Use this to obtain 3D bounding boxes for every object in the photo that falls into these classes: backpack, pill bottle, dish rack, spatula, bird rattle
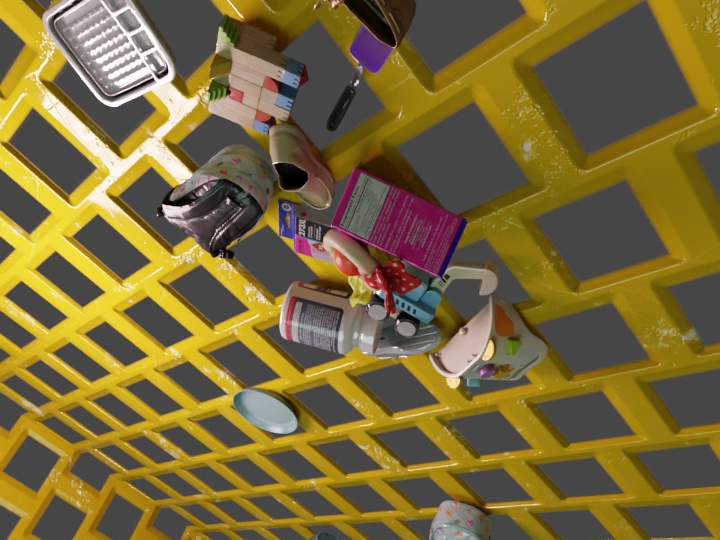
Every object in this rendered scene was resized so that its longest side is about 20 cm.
[{"bbox_3d":[0.285,0.760,1.753,0.171,0.155,0.204,18,133,13],"label":"backpack"},{"bbox_3d":[-0.055,0.102,1.242,0.194,0.121,0.122,13,139,12],"label":"pill bottle"},{"bbox_3d":[-0.244,-0.128,1.086,0.165,0.130,0.197,35,138,-31],"label":"backpack"},{"bbox_3d":[-0.390,-0.364,0.970,0.195,0.044,0.173,-9,130,32],"label":"dish rack"},{"bbox_3d":[-0.009,-0.277,0.899,0.056,0.021,0.201,39,141,2],"label":"spatula"},{"bbox_3d":[0.000,0.000,1.006,0.162,0.113,0.200,42,179,-9],"label":"bird rattle"}]

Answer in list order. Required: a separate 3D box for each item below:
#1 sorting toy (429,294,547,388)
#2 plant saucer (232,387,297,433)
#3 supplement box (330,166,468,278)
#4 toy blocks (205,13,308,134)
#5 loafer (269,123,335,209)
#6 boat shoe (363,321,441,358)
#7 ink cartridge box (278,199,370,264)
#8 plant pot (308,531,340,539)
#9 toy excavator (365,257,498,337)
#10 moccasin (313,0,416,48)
[{"bbox_3d":[0.264,0.165,1.178,0.176,0.109,0.201,16,132,-28],"label":"sorting toy"},{"bbox_3d":[-0.263,0.387,1.708,0.194,0.028,0.203,14,138,12],"label":"plant saucer"},{"bbox_3d":[0.060,-0.079,0.987,0.196,0.101,0.106,26,97,-1],"label":"supplement box"},{"bbox_3d":[-0.151,-0.280,0.919,0.133,0.102,0.201,20,151,-10],"label":"toy blocks"},{"bbox_3d":[-0.101,-0.155,1.008,0.073,0.070,0.201,1,153,24],"label":"loafer"},{"bbox_3d":[0.089,0.145,1.274,0.196,0.074,0.061,-11,155,37],"label":"boat shoe"},{"bbox_3d":[-0.068,-0.063,1.144,0.194,0.038,0.096,19,139,9],"label":"ink cartridge box"},{"bbox_3d":[-0.132,1.041,2.230,0.194,0.200,0.139,18,105,5],"label":"plant pot"},{"bbox_3d":[0.127,0.027,1.110,0.191,0.101,0.202,28,130,-7],"label":"toy excavator"},{"bbox_3d":[-0.018,-0.352,0.750,0.199,0.080,0.073,33,162,-36],"label":"moccasin"}]
